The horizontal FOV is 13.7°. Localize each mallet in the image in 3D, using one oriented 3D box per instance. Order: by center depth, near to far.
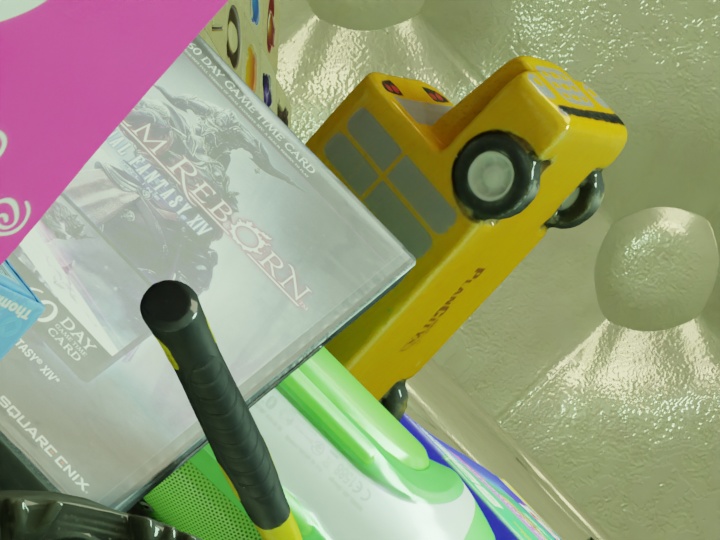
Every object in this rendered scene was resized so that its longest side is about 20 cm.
[{"bbox_3d":[-0.029,0.068,0.868,0.066,0.041,0.200,46,-16,50],"label":"mallet"}]

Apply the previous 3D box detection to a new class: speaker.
[{"bbox_3d":[-0.048,0.045,0.979,0.200,0.088,0.088,46,2,-12],"label":"speaker"}]

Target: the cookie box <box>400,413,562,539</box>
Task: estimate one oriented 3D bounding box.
[{"bbox_3d":[0.069,0.155,1.265,0.171,0.075,0.200,46,2,19],"label":"cookie box"}]

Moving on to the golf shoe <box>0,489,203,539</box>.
[{"bbox_3d":[-0.042,0.095,0.586,0.094,0.078,0.200,24,-15,43],"label":"golf shoe"}]

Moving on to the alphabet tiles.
[{"bbox_3d":[-0.050,-0.053,1.161,0.200,0.006,0.166,62,28,-70],"label":"alphabet tiles"}]

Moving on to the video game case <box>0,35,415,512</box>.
[{"bbox_3d":[-0.080,-0.012,0.901,0.143,0.019,0.200,46,37,4],"label":"video game case"}]

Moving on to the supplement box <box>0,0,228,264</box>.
[{"bbox_3d":[-0.138,-0.106,0.725,0.200,0.103,0.101,46,10,33],"label":"supplement box"}]

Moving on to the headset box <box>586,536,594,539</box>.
[{"bbox_3d":[0.129,0.213,1.039,0.174,0.093,0.200,53,6,38],"label":"headset box"}]

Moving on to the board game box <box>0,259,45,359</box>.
[{"bbox_3d":[-0.183,-0.061,0.763,0.151,0.037,0.200,29,16,-51],"label":"board game box"}]

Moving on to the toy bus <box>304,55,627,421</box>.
[{"bbox_3d":[0.000,0.000,1.055,0.078,0.200,0.065,49,19,20],"label":"toy bus"}]
